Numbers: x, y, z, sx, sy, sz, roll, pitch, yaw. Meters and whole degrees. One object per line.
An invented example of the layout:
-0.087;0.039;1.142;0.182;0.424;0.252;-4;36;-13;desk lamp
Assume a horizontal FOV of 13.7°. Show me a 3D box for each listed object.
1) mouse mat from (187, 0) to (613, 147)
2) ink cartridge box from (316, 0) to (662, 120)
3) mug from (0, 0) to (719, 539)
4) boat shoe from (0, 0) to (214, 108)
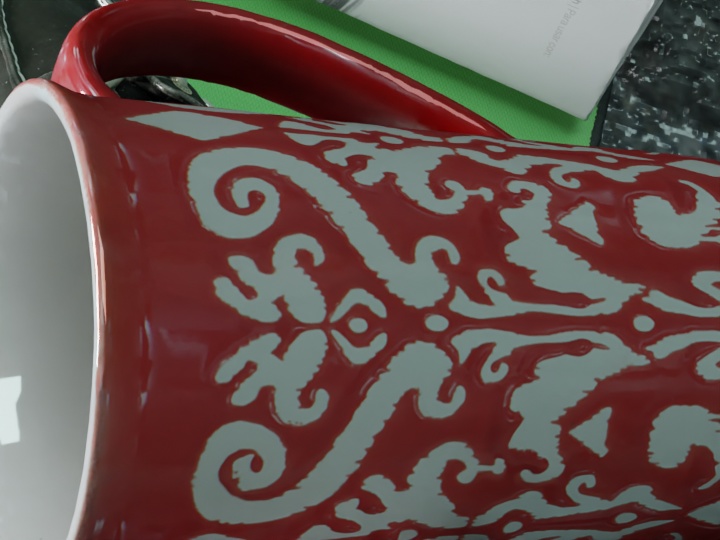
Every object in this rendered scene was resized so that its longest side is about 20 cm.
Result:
-0.001;-0.042;0.973;0.160;0.008;0.201;19;55;-6;mouse mat
0.017;-0.160;0.997;0.199;0.086;0.147;25;49;-3;ink cartridge box
0.004;0.000;0.798;0.199;0.133;0.178;1;76;-21;mug
-0.067;-0.035;0.904;0.071;0.064;0.200;-20;68;-27;boat shoe
